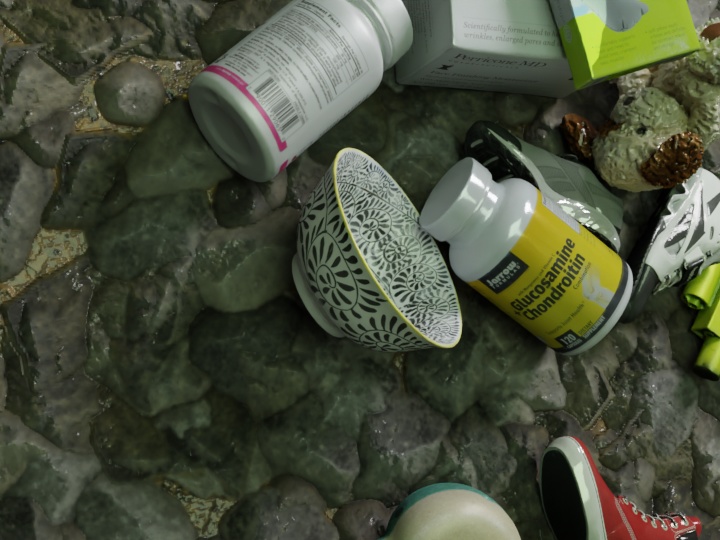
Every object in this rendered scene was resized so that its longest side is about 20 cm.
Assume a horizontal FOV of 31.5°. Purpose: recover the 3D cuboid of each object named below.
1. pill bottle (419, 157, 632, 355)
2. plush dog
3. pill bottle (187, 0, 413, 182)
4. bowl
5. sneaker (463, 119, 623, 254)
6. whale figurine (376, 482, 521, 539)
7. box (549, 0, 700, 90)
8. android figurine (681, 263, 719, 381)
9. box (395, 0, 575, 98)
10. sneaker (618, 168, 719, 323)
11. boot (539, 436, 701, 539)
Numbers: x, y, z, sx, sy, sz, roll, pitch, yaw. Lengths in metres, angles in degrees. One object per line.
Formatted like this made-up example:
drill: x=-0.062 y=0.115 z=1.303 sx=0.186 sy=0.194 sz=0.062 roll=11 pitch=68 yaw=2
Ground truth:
pill bottle: x=0.156 y=-0.016 z=1.222 sx=0.199 sy=0.112 sz=0.113 roll=36 pitch=70 yaw=-16
plush dog: x=0.303 y=-0.149 z=1.291 sx=0.172 sy=0.199 sz=0.161 roll=-44 pitch=120 yaw=-17
pill bottle: x=-0.051 y=-0.183 z=1.166 sx=0.200 sy=0.113 sz=0.114 roll=-42 pitch=98 yaw=-23
bowl: x=0.000 y=0.000 z=1.151 sx=0.201 sy=0.094 sz=0.202 roll=47 pitch=25 yaw=-30
sneaker: x=0.185 y=-0.088 z=1.279 sx=0.199 sy=0.074 sz=0.080 roll=35 pitch=59 yaw=-19
whale figurine: x=0.059 y=0.286 z=1.159 sx=0.158 sy=0.104 sz=0.202 roll=29 pitch=96 yaw=-17
box: x=0.229 y=-0.283 z=1.186 sx=0.120 sy=0.048 sz=0.203 roll=-17 pitch=89 yaw=-15
android figurine: x=0.429 y=0.043 z=1.370 sx=0.181 sy=0.041 sz=0.202 roll=33 pitch=71 yaw=-15
box: x=0.143 y=-0.288 z=1.255 sx=0.196 sy=0.130 sz=0.203 roll=1 pitch=81 yaw=-22
sneaker: x=0.330 y=-0.019 z=1.313 sx=0.088 sy=0.074 sz=0.201 roll=33 pitch=71 yaw=0
boot: x=0.263 y=0.237 z=1.255 sx=0.143 sy=0.072 sz=0.202 roll=-24 pitch=99 yaw=-25
